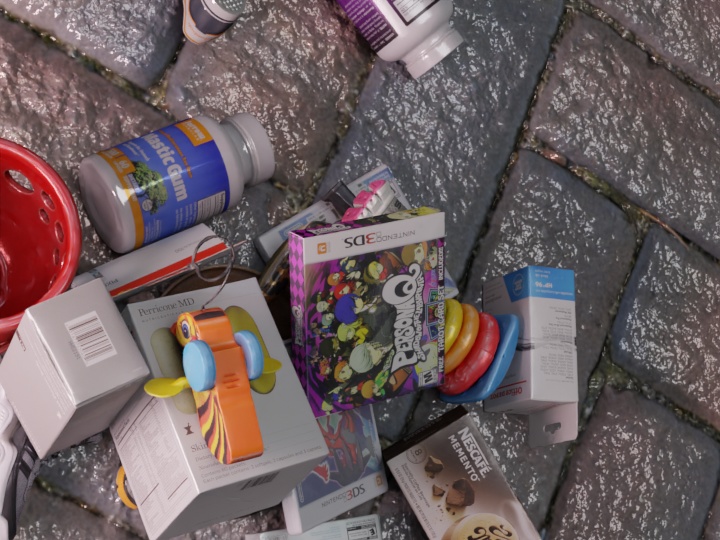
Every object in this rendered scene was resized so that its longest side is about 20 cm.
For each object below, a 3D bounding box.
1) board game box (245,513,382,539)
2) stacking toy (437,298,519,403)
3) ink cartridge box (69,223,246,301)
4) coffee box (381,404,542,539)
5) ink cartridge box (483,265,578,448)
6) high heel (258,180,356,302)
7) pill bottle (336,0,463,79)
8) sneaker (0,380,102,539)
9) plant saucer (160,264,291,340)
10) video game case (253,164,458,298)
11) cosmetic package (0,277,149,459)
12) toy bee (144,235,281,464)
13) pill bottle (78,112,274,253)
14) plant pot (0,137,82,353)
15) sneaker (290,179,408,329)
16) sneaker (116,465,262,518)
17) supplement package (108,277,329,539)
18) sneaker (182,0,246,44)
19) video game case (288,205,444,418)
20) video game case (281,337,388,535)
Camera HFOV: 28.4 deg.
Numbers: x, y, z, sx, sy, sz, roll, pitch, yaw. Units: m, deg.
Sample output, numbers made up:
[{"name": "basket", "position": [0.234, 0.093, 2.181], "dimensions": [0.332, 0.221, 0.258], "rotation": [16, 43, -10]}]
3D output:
[{"name": "board game box", "position": [-0.039, 0.378, 1.558], "dimensions": [0.147, 0.064, 0.202], "rotation": [-4, 79, -25]}, {"name": "stacking toy", "position": [0.073, 0.063, 1.645], "dimensions": [0.199, 0.110, 0.117], "rotation": [32, 69, -23]}, {"name": "ink cartridge box", "position": [-0.219, -0.006, 1.475], "dimensions": [0.159, 0.200, 0.048], "rotation": [-24, 91, -22]}, {"name": "coffee box", "position": [0.121, 0.270, 1.629], "dimensions": [0.113, 0.080, 0.201], "rotation": [-29, 92, -2]}, {"name": "ink cartridge box", "position": [0.202, 0.105, 1.703], "dimensions": [0.067, 0.116, 0.202], "rotation": [6, 75, -23]}, {"name": "high heel", "position": [-0.024, 0.005, 1.616], "dimensions": [0.143, 0.071, 0.200], "rotation": [44, 55, -7]}, {"name": "pill bottle", "position": [0.035, -0.335, 1.728], "dimensions": [0.112, 0.112, 0.200], "rotation": [-42, 98, -27]}, {"name": "sneaker", "position": [-0.324, 0.186, 1.460], "dimensions": [0.113, 0.075, 0.202], "rotation": [10, 72, -20]}, {"name": "plant saucer", "position": [-0.150, 0.095, 1.586], "dimensions": [0.199, 0.037, 0.202], "rotation": [5, 77, -23]}, {"name": "video game case", "position": [-0.002, -0.004, 1.685], "dimensions": [0.199, 0.022, 0.183], "rotation": [-32, 93, -28]}, {"name": "cosmetic package", "position": [-0.278, 0.097, 1.361], "dimensions": [0.090, 0.200, 0.107], "rotation": [-25, 79, -31]}, {"name": "toy bee", "position": [-0.135, 0.077, 1.338], "dimensions": [0.130, 0.108, 0.202], "rotation": [14, 82, -29]}, {"name": "pill bottle", "position": [-0.198, -0.105, 1.566], "dimensions": [0.199, 0.112, 0.113], "rotation": [-25, 90, -27]}, {"name": "plant pot", "position": [-0.390, -0.014, 1.412], "dimensions": [0.199, 0.182, 0.202], "rotation": [6, 73, -21]}, {"name": "sneaker", "position": [0.000, 0.000, 1.557], "dimensions": [0.087, 0.074, 0.201], "rotation": [38, 69, -15]}, {"name": "sneaker", "position": [-0.157, 0.228, 1.529], "dimensions": [0.199, 0.077, 0.079], "rotation": [-1, 77, -26]}, {"name": "supplement package", "position": [-0.157, 0.140, 1.436], "dimensions": [0.151, 0.151, 0.201], "rotation": [-12, 68, -33]}, {"name": "sneaker", "position": [-0.166, -0.344, 1.662], "dimensions": [0.078, 0.079, 0.201], "rotation": [35, 41, -20]}, {"name": "video game case", "position": [0.010, 0.043, 1.511], "dimensions": [0.180, 0.036, 0.202], "rotation": [-11, 109, -31]}, {"name": "video game case", "position": [-0.040, 0.168, 1.566], "dimensions": [0.182, 0.023, 0.202], "rotation": [-13, 92, -57]}]
